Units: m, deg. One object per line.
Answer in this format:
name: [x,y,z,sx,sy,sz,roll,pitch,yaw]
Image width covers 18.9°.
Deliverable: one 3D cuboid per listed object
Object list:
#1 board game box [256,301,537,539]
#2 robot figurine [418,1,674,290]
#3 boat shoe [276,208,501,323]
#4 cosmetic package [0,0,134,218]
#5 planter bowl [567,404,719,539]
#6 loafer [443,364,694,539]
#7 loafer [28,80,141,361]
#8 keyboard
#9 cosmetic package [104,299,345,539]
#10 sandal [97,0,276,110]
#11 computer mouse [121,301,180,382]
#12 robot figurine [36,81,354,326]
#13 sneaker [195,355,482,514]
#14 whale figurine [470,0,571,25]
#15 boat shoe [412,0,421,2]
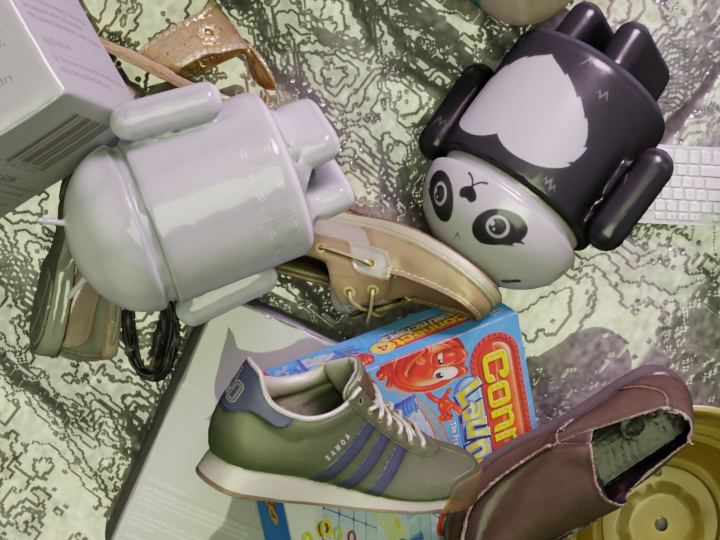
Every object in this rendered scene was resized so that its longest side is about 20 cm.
board game box: [0.027,0.141,1.478,0.195,0.056,0.201,-21,114,-21]
robot figurine: [0.127,-0.084,1.472,0.125,0.150,0.200,38,81,-16]
boat shoe: [0.000,0.000,1.472,0.199,0.074,0.067,21,73,26]
cosmetic package: [-0.273,-0.144,1.384,0.166,0.167,0.201,-32,80,9]
planter bowl: [0.222,0.188,1.539,0.199,0.083,0.202,-1,96,-6]
loafer: [0.141,0.136,1.445,0.200,0.071,0.073,-40,104,0]
loafer: [-0.177,-0.034,1.494,0.063,0.072,0.201,12,100,-22]
keyboard: [0.165,-0.064,1.544,0.199,0.011,0.057,3,96,-6]
cosmetic package: [-0.094,0.119,1.504,0.106,0.090,0.201,25,90,-8]
sandal: [-0.121,-0.157,1.477,0.211,0.078,0.070,17,93,0]
computer mouse: [-0.123,-0.019,1.517,0.058,0.034,0.201,20,101,2]
robot figurine: [-0.107,-0.043,1.402,0.199,0.113,0.170,-22,120,-7]
sneaker: [-0.002,0.100,1.377,0.199,0.067,0.090,6,107,-26]
whale figurine: [0.131,-0.261,1.464,0.104,0.159,0.200,35,68,17]
boat shoe: [-0.020,-0.225,1.445,0.199,0.073,0.066,13,99,-37]
